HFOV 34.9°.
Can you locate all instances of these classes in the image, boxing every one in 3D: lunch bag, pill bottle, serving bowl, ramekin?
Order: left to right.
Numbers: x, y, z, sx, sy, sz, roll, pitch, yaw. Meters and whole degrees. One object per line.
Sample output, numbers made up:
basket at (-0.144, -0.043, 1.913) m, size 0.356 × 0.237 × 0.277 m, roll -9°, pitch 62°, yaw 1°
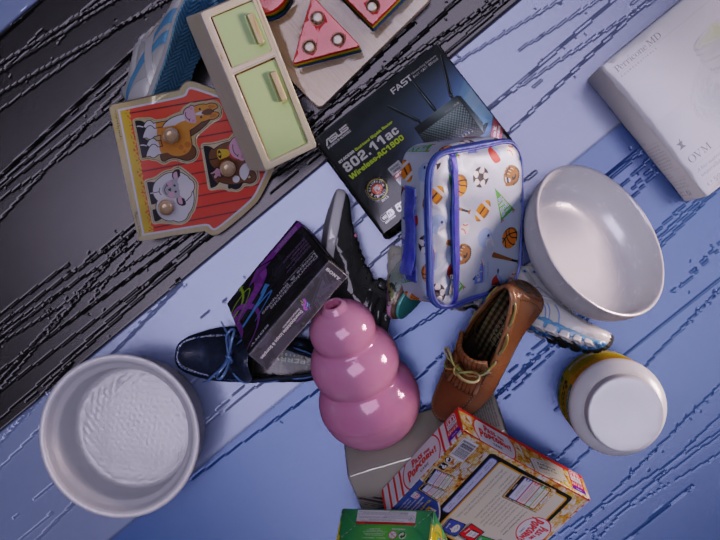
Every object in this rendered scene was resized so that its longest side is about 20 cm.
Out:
ramekin at (-0.291, 0.201, 1.436) m, size 0.200 × 0.098 × 0.201 m, roll 0°, pitch 90°, yaw 4°
lunch bag at (0.115, -0.053, 1.328) m, size 0.160 × 0.075 × 0.201 m, roll -14°, pitch 109°, yaw -37°
serving bowl at (0.269, -0.024, 1.373) m, size 0.200 × 0.200 × 0.066 m, roll 54°, pitch 137°, yaw 1°
pill bottle at (0.296, 0.156, 1.343) m, size 0.112 × 0.200 × 0.113 m, roll 0°, pitch 91°, yaw 4°

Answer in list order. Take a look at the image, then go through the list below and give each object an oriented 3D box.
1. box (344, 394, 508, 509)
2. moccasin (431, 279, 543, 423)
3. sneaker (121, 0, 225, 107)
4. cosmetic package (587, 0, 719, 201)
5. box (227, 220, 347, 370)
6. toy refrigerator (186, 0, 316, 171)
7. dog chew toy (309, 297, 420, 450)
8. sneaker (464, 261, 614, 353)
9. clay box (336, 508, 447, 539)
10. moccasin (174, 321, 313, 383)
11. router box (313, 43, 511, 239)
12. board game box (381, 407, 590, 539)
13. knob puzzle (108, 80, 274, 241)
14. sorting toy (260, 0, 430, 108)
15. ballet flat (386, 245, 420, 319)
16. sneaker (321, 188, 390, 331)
box at (0.084, 0.223, 1.410) m, size 0.199 × 0.082 × 0.069 m, roll -17°, pitch 122°, yaw 6°
moccasin at (0.139, 0.099, 1.346) m, size 0.202 × 0.078 × 0.074 m, roll -55°, pitch 53°, yaw 27°
sneaker at (-0.238, -0.284, 1.425) m, size 0.081 × 0.076 × 0.200 m, roll 34°, pitch 101°, yaw 35°
cosmetic package at (0.416, -0.223, 1.368) m, size 0.199 × 0.123 × 0.200 m, roll -39°, pitch 87°, yaw 4°
box at (-0.092, 0.024, 1.370) m, size 0.036 × 0.200 × 0.143 m, roll 39°, pitch 93°, yaw -22°
toy refrigerator at (-0.130, -0.227, 1.381) m, size 0.076 × 0.070 × 0.200 m, roll -27°, pitch 106°, yaw -20°
dog chew toy at (-0.003, 0.118, 1.362) m, size 0.124 × 0.125 × 0.200 m, roll -17°, pitch 122°, yaw 4°
sneaker at (0.220, 0.036, 1.393) m, size 0.200 × 0.075 × 0.087 m, roll 23°, pitch 79°, yaw 24°
clay box at (0.053, 0.354, 1.384) m, size 0.115 × 0.200 × 0.048 m, roll -2°, pitch 52°, yaw 17°
moccasin at (-0.137, 0.103, 1.438) m, size 0.199 × 0.068 × 0.081 m, roll -2°, pitch 91°, yaw 4°
router box at (0.065, -0.158, 1.415) m, size 0.200 × 0.062 × 0.150 m, roll -38°, pitch 81°, yaw 3°
board game box at (0.150, 0.269, 1.371) m, size 0.200 × 0.046 × 0.152 m, roll 31°, pitch 113°, yaw -22°
knob puzzle at (-0.194, -0.136, 1.420) m, size 0.219 × 0.030 × 0.220 m, roll -5°, pitch 109°, yaw -14°
sorting toy at (-0.051, -0.344, 1.424) m, size 0.199 × 0.070 × 0.200 m, roll -44°, pitch 88°, yaw 4°
ballet flat at (0.079, -0.024, 1.406) m, size 0.071 × 0.069 × 0.200 m, roll 33°, pitch 67°, yaw 23°
sneaker at (0.000, 0.000, 1.432) m, size 0.099 × 0.071 × 0.201 m, roll 3°, pitch 89°, yaw -6°
